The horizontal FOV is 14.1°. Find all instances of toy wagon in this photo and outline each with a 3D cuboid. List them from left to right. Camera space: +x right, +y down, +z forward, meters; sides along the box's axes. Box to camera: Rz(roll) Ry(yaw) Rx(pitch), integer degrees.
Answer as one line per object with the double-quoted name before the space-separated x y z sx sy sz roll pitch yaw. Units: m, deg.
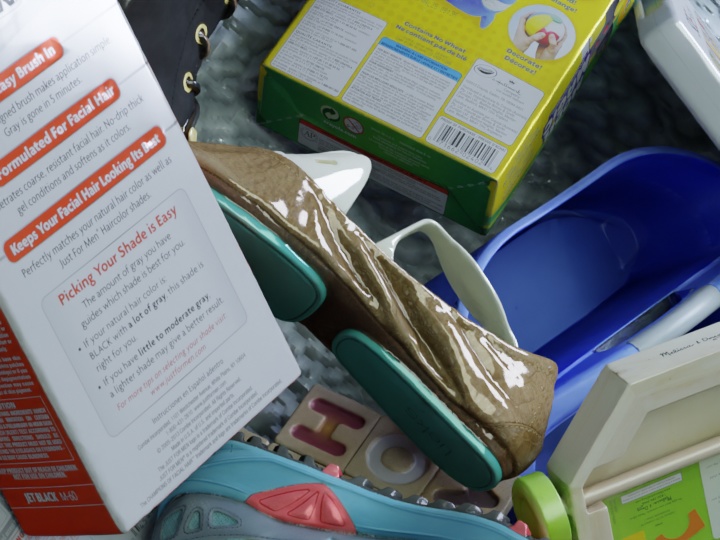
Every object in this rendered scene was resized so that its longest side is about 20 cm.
"toy wagon" 0.144 0.120 1.160 0.155 0.040 0.201 -19 116 -14

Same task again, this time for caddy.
"caddy" 0.108 0.034 1.242 0.200 0.105 0.142 -34 93 -34

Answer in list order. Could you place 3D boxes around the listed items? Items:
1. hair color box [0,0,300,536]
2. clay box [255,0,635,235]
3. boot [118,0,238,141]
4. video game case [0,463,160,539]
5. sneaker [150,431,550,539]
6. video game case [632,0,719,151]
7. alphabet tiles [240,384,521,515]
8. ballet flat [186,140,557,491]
"hair color box" -0.114 -0.017 1.055 0.111 0.064 0.201 -41 114 -40
"clay box" 0.053 -0.121 1.264 0.115 0.048 0.200 27 58 12
"boot" -0.067 -0.098 1.169 0.199 0.073 0.151 4 94 -30
"video game case" -0.157 0.069 1.074 0.181 0.045 0.200 53 51 -28
"sneaker" 0.008 0.135 1.085 0.096 0.199 0.079 -66 156 -20
"video game case" 0.188 -0.042 1.293 0.023 0.182 0.200 -36 98 11
"alphabet tiles" -0.026 0.134 1.126 0.167 0.008 0.200 23 57 21
"ballet flat" 0.000 0.000 1.136 0.200 0.068 0.072 39 63 -6
